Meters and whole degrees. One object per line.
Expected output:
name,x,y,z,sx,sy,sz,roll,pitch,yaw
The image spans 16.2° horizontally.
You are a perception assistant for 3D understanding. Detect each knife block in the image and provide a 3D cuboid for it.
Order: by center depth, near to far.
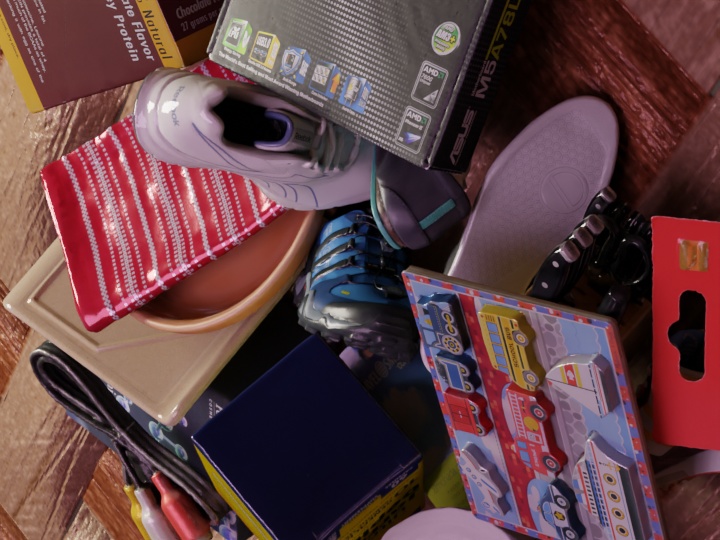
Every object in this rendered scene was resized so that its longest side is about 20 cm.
knife block,0.116,0.046,1.502,0.064,0.175,0.201,37,101,13

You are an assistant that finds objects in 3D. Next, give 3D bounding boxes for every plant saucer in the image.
plant saucer,-0.097,-0.050,1.746,0.199,0.037,0.202,-14,65,32

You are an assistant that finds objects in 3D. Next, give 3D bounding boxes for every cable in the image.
cable,-0.166,0.135,1.816,0.200,0.050,0.097,50,150,-15

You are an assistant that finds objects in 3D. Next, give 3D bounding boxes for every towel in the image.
towel,-0.130,-0.061,1.738,0.199,0.022,0.145,-32,58,23

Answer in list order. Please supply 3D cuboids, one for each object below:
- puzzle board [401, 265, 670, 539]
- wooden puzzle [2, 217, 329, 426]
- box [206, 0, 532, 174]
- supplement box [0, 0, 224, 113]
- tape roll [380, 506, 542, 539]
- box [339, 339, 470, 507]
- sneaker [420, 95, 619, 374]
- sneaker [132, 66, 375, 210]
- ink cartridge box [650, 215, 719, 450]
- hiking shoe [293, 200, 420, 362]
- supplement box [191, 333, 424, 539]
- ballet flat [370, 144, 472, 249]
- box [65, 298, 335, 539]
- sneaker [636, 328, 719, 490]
puzzle board,0.105,0.094,1.509,0.150,0.017,0.201,15,136,38
wooden puzzle,-0.135,0.001,1.805,0.200,0.185,0.037,31,165,36
box,0.015,-0.183,1.524,0.199,0.047,0.194,30,106,36
supplement box,-0.161,-0.233,1.698,0.199,0.132,0.198,-10,106,53
tape roll,0.076,0.256,1.647,0.202,0.071,0.204,-10,77,46
box,0.075,0.110,1.721,0.200,0.048,0.122,53,143,10
sneaker,0.098,-0.030,1.581,0.070,0.099,0.201,28,107,-3
sneaker,-0.045,-0.079,1.606,0.087,0.199,0.075,7,89,54
ink cartridge box,0.256,0.055,1.402,0.199,0.050,0.162,5,123,15
hiking shoe,0.000,0.000,1.637,0.200,0.074,0.087,-137,65,-72
supplement box,-0.031,0.136,1.696,0.110,0.109,0.200,49,172,12
ballet flat,0.036,-0.090,1.585,0.201,0.072,0.073,-99,11,-51
box,-0.122,0.078,1.879,0.200,0.107,0.149,33,140,32
sneaker,0.196,0.080,1.541,0.199,0.075,0.091,-16,102,44
